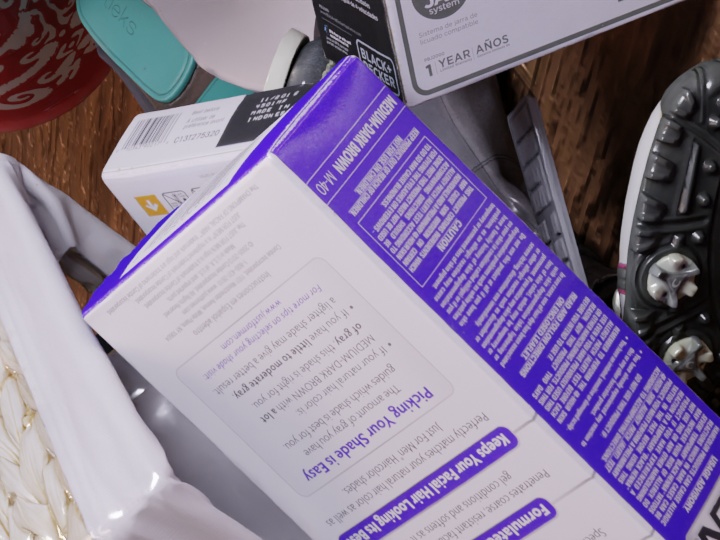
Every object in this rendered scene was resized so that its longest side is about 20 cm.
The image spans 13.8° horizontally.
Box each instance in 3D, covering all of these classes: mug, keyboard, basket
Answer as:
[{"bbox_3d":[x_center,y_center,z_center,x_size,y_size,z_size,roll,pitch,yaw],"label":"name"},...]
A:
[{"bbox_3d":[-0.183,-0.165,1.318,0.200,0.133,0.178,75,180,-82],"label":"mug"},{"bbox_3d":[0.080,0.041,0.990,0.056,0.011,0.200,57,-163,-86],"label":"keyboard"},{"bbox_3d":[-0.094,0.080,0.987,0.136,0.123,0.200,38,-169,-38],"label":"basket"}]

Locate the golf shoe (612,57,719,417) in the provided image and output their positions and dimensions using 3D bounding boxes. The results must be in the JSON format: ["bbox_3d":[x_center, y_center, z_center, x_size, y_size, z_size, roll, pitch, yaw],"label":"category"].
[{"bbox_3d":[0.107,0.013,0.958,0.088,0.077,0.200,-130,27,-51],"label":"golf shoe"}]

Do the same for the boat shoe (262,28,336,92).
[{"bbox_3d":[0.000,0.000,1.071,0.068,0.072,0.200,4,127,16],"label":"boat shoe"}]

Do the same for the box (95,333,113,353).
[{"bbox_3d":[-0.023,0.100,1.223,0.200,0.124,0.149,55,163,-13],"label":"box"}]

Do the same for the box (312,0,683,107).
[{"bbox_3d":[0.031,-0.165,0.901,0.060,0.117,0.200,37,146,56],"label":"box"}]

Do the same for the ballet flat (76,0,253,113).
[{"bbox_3d":[-0.052,-0.066,1.225,0.073,0.073,0.200,89,156,-44],"label":"ballet flat"}]

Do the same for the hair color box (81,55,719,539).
[{"bbox_3d":[0.025,0.043,0.912,0.200,0.065,0.109,46,134,-7],"label":"hair color box"}]

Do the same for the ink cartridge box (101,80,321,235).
[{"bbox_3d":[0.006,0.021,0.999,0.095,0.037,0.200,-8,130,38],"label":"ink cartridge box"}]

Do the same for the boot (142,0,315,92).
[{"bbox_3d":[-0.044,-0.124,1.165,0.200,0.096,0.074,35,113,38],"label":"boot"}]

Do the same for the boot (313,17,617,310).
[{"bbox_3d":[0.056,-0.020,1.069,0.132,0.070,0.200,41,159,46],"label":"boot"}]
